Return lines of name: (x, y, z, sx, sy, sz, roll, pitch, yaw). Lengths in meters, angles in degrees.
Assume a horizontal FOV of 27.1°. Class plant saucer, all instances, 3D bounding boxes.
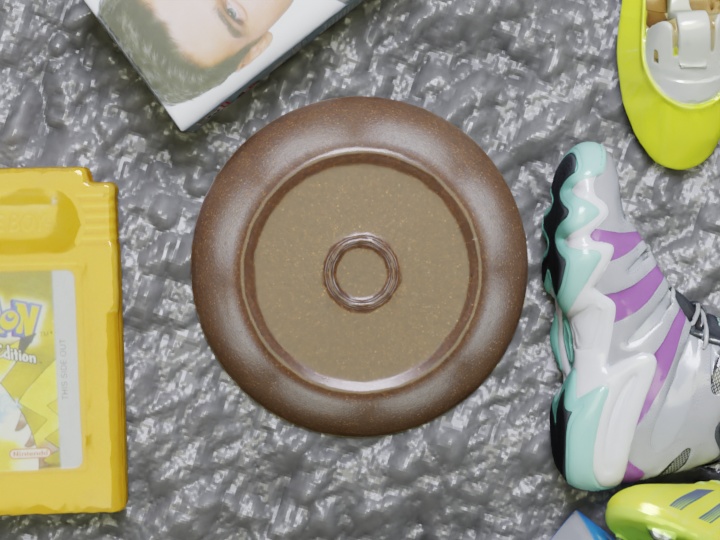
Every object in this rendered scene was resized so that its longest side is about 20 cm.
plant saucer: (0.000, 0.000, 0.861, 0.199, 0.037, 0.202, 0, 94, -2)

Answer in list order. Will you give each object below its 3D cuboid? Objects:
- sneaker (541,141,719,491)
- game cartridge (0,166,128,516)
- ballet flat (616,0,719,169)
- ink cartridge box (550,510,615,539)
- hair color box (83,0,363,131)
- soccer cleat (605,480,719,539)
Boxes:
sneaker: (0.178, 0.023, 0.853, 0.139, 0.078, 0.201, -4, 105, -3)
game cartridge: (-0.225, 0.041, 0.860, 0.175, 0.032, 0.201, -2, 96, -2)
ballet flat: (0.181, -0.157, 0.836, 0.066, 0.067, 0.201, 0, 95, -2)
ink cartridge box: (0.161, 0.263, 0.864, 0.200, 0.084, 0.146, 38, 93, -3)
hair color box: (-0.048, -0.176, 0.831, 0.200, 0.061, 0.099, -37, 95, 2)
soccer cleat: (0.232, 0.144, 0.862, 0.199, 0.065, 0.084, 14, 69, -13)
